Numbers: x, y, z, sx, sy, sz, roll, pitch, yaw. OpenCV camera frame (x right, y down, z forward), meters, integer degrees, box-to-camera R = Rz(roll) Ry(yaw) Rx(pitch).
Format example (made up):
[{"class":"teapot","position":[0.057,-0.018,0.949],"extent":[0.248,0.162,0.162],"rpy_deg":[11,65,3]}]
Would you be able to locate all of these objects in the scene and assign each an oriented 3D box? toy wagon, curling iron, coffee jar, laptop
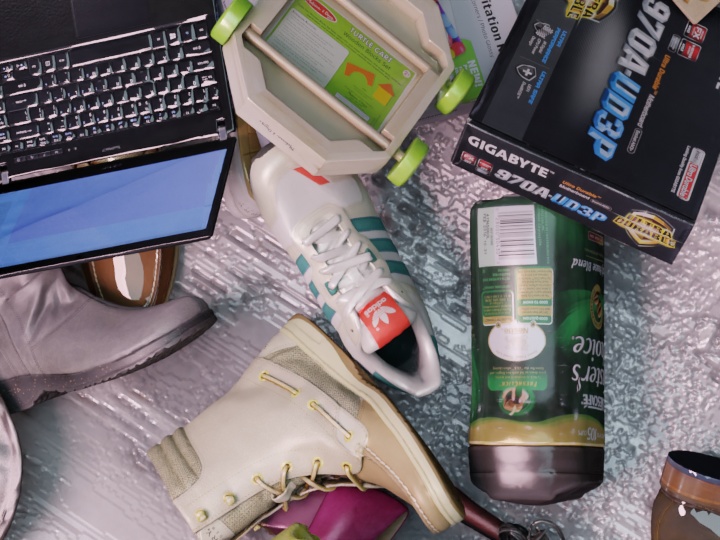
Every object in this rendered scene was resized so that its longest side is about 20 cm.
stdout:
[{"class":"toy wagon","position":[0.000,-0.151,1.131],"extent":[0.155,0.040,0.200],"rpy_deg":[38,57,-6]},{"class":"curling iron","position":[0.057,0.146,1.187],"extent":[0.199,0.050,0.026],"rpy_deg":[32,56,16]},{"class":"coffee jar","position":[0.118,0.054,1.159],"extent":[0.085,0.104,0.202],"rpy_deg":[-1,84,21]},{"class":"laptop","position":[-0.179,-0.102,1.124],"extent":[0.176,0.103,0.202],"rpy_deg":[-10,87,11]}]

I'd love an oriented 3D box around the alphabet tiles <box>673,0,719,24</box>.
[{"class":"alphabet tiles","position":[0.242,-0.270,1.174],"extent":[0.166,0.006,0.200],"rpy_deg":[-42,94,-4]}]

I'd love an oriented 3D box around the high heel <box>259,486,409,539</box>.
[{"class":"high heel","position":[-0.033,0.238,1.166],"extent":[0.095,0.067,0.202],"rpy_deg":[9,81,16]}]

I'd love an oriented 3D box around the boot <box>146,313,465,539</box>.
[{"class":"boot","position":[-0.039,0.137,1.142],"extent":[0.154,0.072,0.200],"rpy_deg":[-40,52,-8]}]

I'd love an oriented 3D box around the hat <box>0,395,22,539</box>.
[{"class":"hat","position":[-0.321,0.129,1.196],"extent":[0.199,0.081,0.202],"rpy_deg":[0,90,3]}]

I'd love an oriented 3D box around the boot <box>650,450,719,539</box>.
[{"class":"boot","position":[0.285,0.195,1.161],"extent":[0.199,0.075,0.098],"rpy_deg":[19,103,6]}]

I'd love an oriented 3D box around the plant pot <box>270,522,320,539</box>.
[{"class":"plant pot","position":[-0.060,0.261,1.053],"extent":[0.184,0.200,0.201],"rpy_deg":[-42,83,-6]}]

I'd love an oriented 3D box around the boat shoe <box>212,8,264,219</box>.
[{"class":"boat shoe","position":[-0.082,-0.133,1.213],"extent":[0.070,0.069,0.202],"rpy_deg":[10,69,-33]}]

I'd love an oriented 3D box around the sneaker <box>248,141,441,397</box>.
[{"class":"sneaker","position":[0.000,0.001,1.135],"extent":[0.070,0.093,0.200],"rpy_deg":[-33,120,-5]}]

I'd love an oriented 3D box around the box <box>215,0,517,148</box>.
[{"class":"box","position":[0.007,-0.172,1.189],"extent":[0.199,0.041,0.157],"rpy_deg":[-15,82,-23]}]

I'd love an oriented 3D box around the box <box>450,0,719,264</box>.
[{"class":"box","position":[0.166,-0.116,1.153],"extent":[0.158,0.046,0.201],"rpy_deg":[25,52,4]}]

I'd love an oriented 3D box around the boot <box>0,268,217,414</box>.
[{"class":"boot","position":[-0.201,0.015,1.172],"extent":[0.199,0.070,0.133],"rpy_deg":[-19,90,22]}]

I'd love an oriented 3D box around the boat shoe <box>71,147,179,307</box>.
[{"class":"boat shoe","position":[-0.170,-0.067,1.209],"extent":[0.075,0.074,0.202],"rpy_deg":[-6,83,4]}]
